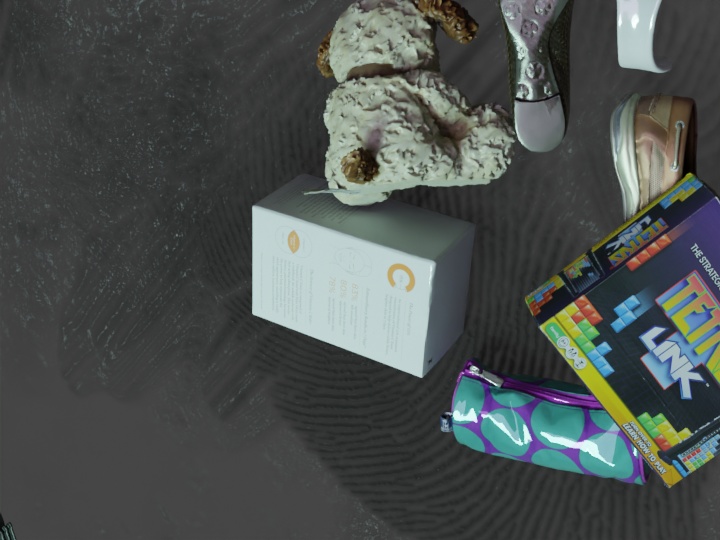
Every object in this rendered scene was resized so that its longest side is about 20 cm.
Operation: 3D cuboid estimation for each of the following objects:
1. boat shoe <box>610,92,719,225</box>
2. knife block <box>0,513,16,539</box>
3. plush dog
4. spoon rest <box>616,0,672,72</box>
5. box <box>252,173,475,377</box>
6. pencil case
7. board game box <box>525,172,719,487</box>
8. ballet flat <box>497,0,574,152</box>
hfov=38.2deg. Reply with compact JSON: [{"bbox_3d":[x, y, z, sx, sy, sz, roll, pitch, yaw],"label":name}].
[{"bbox_3d":[0.255,-0.046,0.846,0.071,0.076,0.203,-3,114,31],"label":"boat shoe"},{"bbox_3d":[-0.602,0.471,1.669,0.175,0.064,0.201,42,129,8],"label":"knife block"},{"bbox_3d":[0.021,-0.158,0.908,0.197,0.160,0.175,-8,84,34],"label":"plush dog"},{"bbox_3d":[0.220,-0.243,0.774,0.098,0.061,0.203,13,121,26],"label":"spoon rest"},{"bbox_3d":[0.000,0.000,1.017,0.198,0.097,0.126,19,122,24],"label":"box"},{"bbox_3d":[0.181,0.139,0.981,0.197,0.085,0.093,8,133,29],"label":"pencil case"},{"bbox_3d":[0.255,0.053,0.829,0.165,0.057,0.200,-38,112,13],"label":"board game box"},{"bbox_3d":[0.149,-0.199,0.856,0.066,0.046,0.203,0,111,16],"label":"ballet flat"}]
